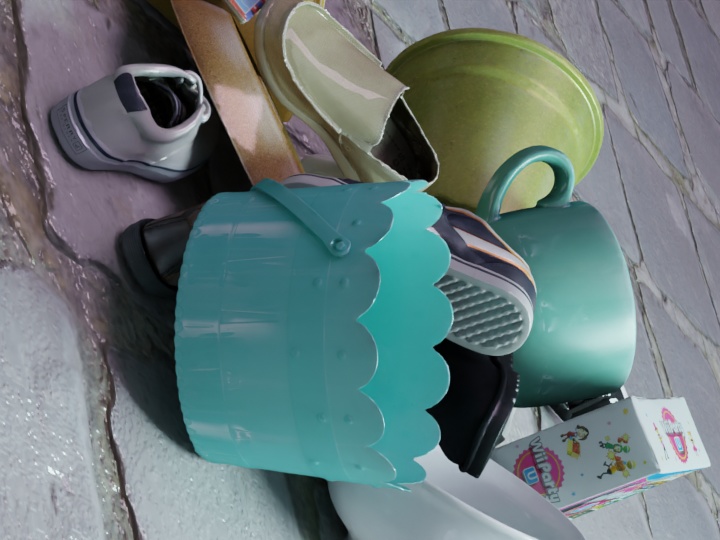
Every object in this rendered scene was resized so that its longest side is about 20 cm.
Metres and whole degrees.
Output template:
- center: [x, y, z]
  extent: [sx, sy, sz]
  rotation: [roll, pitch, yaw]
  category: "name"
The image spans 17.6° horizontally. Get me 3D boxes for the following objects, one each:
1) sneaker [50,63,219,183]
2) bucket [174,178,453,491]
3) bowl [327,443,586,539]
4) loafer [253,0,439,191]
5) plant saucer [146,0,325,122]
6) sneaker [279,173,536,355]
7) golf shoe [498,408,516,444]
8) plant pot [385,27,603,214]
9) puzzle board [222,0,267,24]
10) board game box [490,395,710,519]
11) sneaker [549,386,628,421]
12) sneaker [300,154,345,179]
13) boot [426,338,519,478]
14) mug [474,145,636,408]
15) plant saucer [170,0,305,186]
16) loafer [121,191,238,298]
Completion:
- center: [-0.130, -0.101, 1.557]
  extent: [0.073, 0.071, 0.200]
  rotation: [66, 20, 2]
  category: "sneaker"
- center: [-0.027, 0.038, 1.477]
  extent: [0.207, 0.135, 0.207]
  rotation: [3, 90, -75]
  category: "bucket"
- center: [0.051, 0.177, 1.613]
  extent: [0.201, 0.090, 0.201]
  rotation: [30, 7, -4]
  category: "bowl"
- center: [-0.004, -0.128, 1.703]
  extent: [0.200, 0.068, 0.076]
  rotation: [50, 53, -33]
  category: "loafer"
- center: [-0.085, -0.248, 1.788]
  extent: [0.200, 0.048, 0.200]
  rotation: [41, 45, -39]
  category: "plant saucer"
- center: [0.030, -0.013, 1.608]
  extent: [0.200, 0.078, 0.079]
  rotation: [29, 30, -4]
  category: "sneaker"
- center: [0.126, 0.062, 1.930]
  extent: [0.078, 0.094, 0.200]
  rotation: [56, 25, -34]
  category: "golf shoe"
- center: [0.093, -0.069, 1.944]
  extent: [0.200, 0.200, 0.184]
  rotation: [53, 35, -32]
  category: "plant pot"
- center: [-0.117, -0.286, 1.685]
  extent: [0.200, 0.017, 0.151]
  rotation: [51, 31, -10]
  category: "puzzle board"
- center: [0.149, 0.158, 1.773]
  extent: [0.148, 0.200, 0.064]
  rotation: [7, 61, -67]
  category: "board game box"
- center: [0.169, 0.090, 2.103]
  extent: [0.200, 0.073, 0.112]
  rotation: [55, 24, -4]
  category: "sneaker"
- center: [0.000, 0.000, 1.763]
  extent: [0.100, 0.075, 0.200]
  rotation: [-21, 76, -48]
  category: "sneaker"
- center: [0.022, 0.063, 1.632]
  extent: [0.168, 0.076, 0.200]
  rotation: [22, 18, -5]
  category: "boot"
- center: [0.125, 0.016, 1.796]
  extent: [0.152, 0.114, 0.185]
  rotation: [112, -35, -59]
  category: "mug"
- center: [-0.079, -0.114, 1.660]
  extent: [0.200, 0.035, 0.200]
  rotation: [-25, 90, -89]
  category: "plant saucer"
- center: [-0.091, -0.019, 1.573]
  extent: [0.072, 0.063, 0.200]
  rotation: [65, 20, 3]
  category: "loafer"
